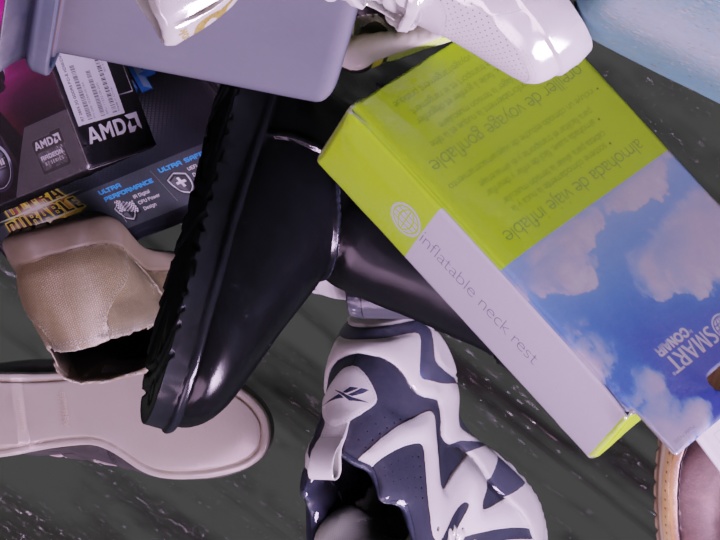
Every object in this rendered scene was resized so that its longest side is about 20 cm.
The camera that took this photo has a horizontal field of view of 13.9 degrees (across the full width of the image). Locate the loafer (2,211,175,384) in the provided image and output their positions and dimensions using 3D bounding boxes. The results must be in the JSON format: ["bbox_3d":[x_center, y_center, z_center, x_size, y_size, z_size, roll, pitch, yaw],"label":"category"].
[{"bbox_3d":[-0.124,0.023,1.452,0.076,0.068,0.200,-11,167,14],"label":"loafer"}]

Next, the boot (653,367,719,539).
[{"bbox_3d":[0.222,0.074,1.337,0.166,0.072,0.200,9,111,18],"label":"boot"}]

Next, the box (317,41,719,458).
[{"bbox_3d":[0.092,-0.013,1.272,0.200,0.122,0.048,48,142,9],"label":"box"}]

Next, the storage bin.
[{"bbox_3d":[-0.052,-0.169,1.193,0.134,0.200,0.146,15,139,-2],"label":"storage bin"}]

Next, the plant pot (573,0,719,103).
[{"bbox_3d":[0.184,-0.143,1.070,0.196,0.197,0.200,25,156,-15],"label":"plant pot"}]

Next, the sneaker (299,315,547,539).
[{"bbox_3d":[0.025,0.132,1.501,0.079,0.130,0.199,3,134,28],"label":"sneaker"}]

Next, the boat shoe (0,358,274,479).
[{"bbox_3d":[-0.131,0.074,1.595,0.200,0.057,0.067,1,98,23],"label":"boat shoe"}]

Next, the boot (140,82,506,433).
[{"bbox_3d":[0.000,0.001,1.317,0.162,0.199,0.073,20,152,-11],"label":"boot"}]

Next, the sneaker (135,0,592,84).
[{"bbox_3d":[-0.021,-0.111,1.085,0.200,0.116,0.074,40,168,4],"label":"sneaker"}]

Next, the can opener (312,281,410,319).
[{"bbox_3d":[0.009,-0.010,1.419,0.200,0.067,0.053,5,149,13],"label":"can opener"}]

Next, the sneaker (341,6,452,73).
[{"bbox_3d":[0.056,-0.140,1.240,0.075,0.076,0.200,40,137,-11],"label":"sneaker"}]

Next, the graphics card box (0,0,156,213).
[{"bbox_3d":[-0.181,-0.126,1.339,0.125,0.051,0.200,-18,94,40],"label":"graphics card box"}]

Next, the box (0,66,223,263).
[{"bbox_3d":[-0.137,-0.087,1.425,0.200,0.046,0.159,-18,121,41],"label":"box"}]

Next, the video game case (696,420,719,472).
[{"bbox_3d":[0.265,0.068,1.288,0.200,0.018,0.143,-36,94,16],"label":"video game case"}]
